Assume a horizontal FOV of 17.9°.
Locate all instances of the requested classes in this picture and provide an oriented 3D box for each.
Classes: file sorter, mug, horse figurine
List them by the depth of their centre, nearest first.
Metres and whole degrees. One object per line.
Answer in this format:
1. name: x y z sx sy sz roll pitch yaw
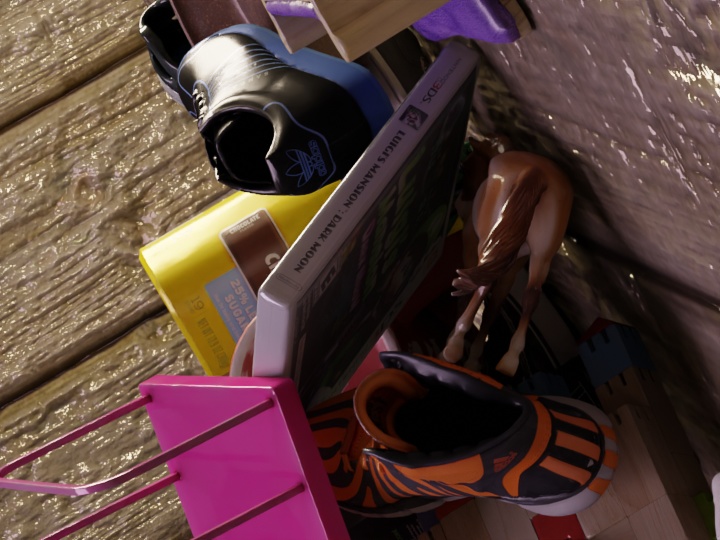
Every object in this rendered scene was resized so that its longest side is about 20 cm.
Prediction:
1. horse figurine: 0.070 -0.013 1.138 0.050 0.133 0.200 17 175 -2
2. file sorter: -0.086 0.170 1.160 0.139 0.125 0.200 -3 110 56
3. mug: 0.003 0.050 1.405 0.200 0.133 0.178 15 -95 -74

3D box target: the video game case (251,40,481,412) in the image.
1. video game case: 0.000 0.000 1.200 0.023 0.182 0.200 30 152 13

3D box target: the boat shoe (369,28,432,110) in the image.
1. boat shoe: 0.003 -0.143 1.299 0.200 0.057 0.067 53 156 14

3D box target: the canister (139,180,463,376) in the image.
1. canister: -0.034 -0.007 1.546 0.087 0.200 0.149 55 174 47

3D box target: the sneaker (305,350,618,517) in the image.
1. sneaker: 0.019 0.074 1.119 0.200 0.078 0.112 -7 158 41

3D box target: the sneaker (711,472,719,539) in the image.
1. sneaker: 0.209 0.167 1.040 0.087 0.074 0.200 -107 -2 -55

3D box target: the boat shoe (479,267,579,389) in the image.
1. boat shoe: 0.108 0.072 1.406 0.200 0.064 0.071 62 174 -35

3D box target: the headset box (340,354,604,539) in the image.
1. headset box: 0.087 0.153 1.313 0.093 0.200 0.174 56 175 24

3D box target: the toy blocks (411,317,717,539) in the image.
1. toy blocks: 0.093 0.113 1.168 0.100 0.200 0.137 13 -133 -52

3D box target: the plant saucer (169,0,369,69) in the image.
1. plant saucer: -0.052 -0.157 1.273 0.200 0.037 0.200 45 153 30

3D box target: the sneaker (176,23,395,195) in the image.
1. sneaker: -0.062 -0.084 1.235 0.200 0.078 0.070 17 132 58

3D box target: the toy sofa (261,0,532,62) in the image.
1. toy sofa: 0.005 -0.134 1.081 0.098 0.083 0.200 60 175 -11

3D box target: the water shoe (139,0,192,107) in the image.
1. water shoe: -0.051 -0.113 1.383 0.200 0.072 0.079 17 161 27

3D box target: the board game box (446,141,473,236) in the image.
1. board game box: 0.016 -0.023 1.400 0.023 0.105 0.200 58 168 8
